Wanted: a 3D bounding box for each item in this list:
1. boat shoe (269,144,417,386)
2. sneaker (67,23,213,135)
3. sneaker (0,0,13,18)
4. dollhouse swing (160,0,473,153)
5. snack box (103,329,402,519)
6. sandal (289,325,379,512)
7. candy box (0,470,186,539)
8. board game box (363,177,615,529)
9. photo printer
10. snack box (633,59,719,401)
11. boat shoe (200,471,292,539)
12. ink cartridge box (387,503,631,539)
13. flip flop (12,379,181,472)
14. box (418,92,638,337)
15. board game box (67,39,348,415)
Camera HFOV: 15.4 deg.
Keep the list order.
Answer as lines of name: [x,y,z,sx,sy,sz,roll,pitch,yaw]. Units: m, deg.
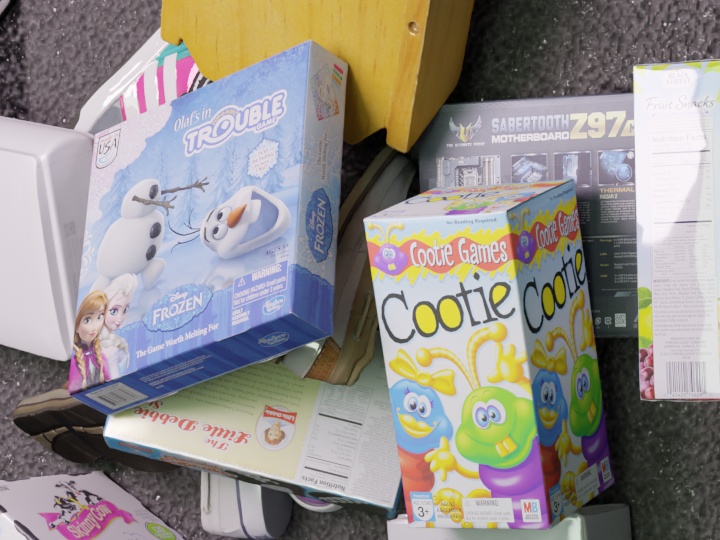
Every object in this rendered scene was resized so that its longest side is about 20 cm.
boat shoe: [0.000,0.000,1.746,0.068,0.200,0.075,30,141,-1]
sneaker: [-0.119,-0.093,1.851,0.200,0.084,0.121,-47,60,19]
sneaker: [-0.280,-0.258,1.932,0.072,0.083,0.200,33,105,24]
dollhouse swing: [0.000,-0.218,1.776,0.200,0.176,0.182,25,130,21]
snack box: [-0.059,0.083,1.759,0.200,0.037,0.116,14,74,7]
sandal: [-0.012,0.066,1.806,0.082,0.050,0.203,10,93,26]
candy box: [-0.170,0.225,1.825,0.200,0.168,0.072,37,106,23]
board game box: [0.082,0.052,1.671,0.105,0.103,0.200,-3,101,30]
photo printer: [-0.258,-0.030,1.890,0.200,0.069,0.167,13,118,44]
snack box: [0.225,-0.023,1.613,0.068,0.169,0.201,-3,89,27]
boat shoe: [-0.089,0.087,1.841,0.066,0.072,0.201,-2,97,24]
ink cartridge box: [0.103,0.252,1.726,0.146,0.083,0.201,-4,89,29]
flip flop: [-0.174,0.098,1.865,0.200,0.081,0.058,-7,43,56]
box: [0.135,-0.034,1.728,0.200,0.051,0.158,-2,89,29]
board game box: [-0.099,-0.027,1.714,0.200,0.043,0.199,-21,53,36]
